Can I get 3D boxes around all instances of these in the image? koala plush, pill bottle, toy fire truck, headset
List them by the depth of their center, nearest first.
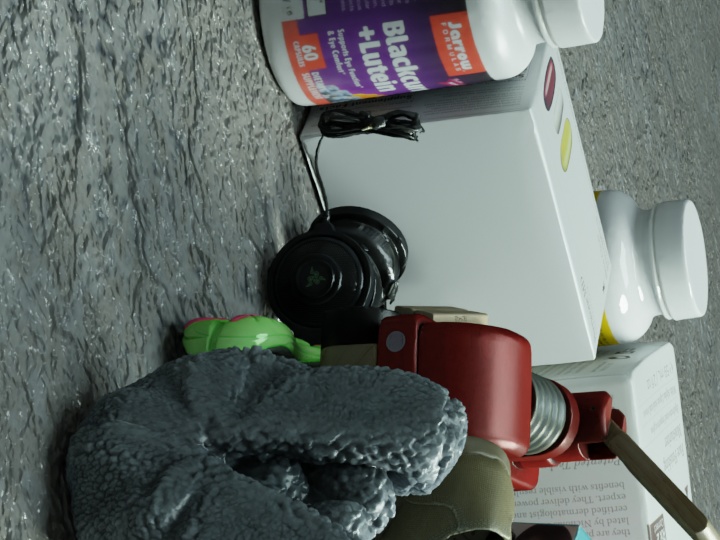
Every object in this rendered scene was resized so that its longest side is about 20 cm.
[{"bbox_3d":[-0.057,0.156,1.274,0.200,0.184,0.177,96,12,-45],"label":"koala plush"},{"bbox_3d":[0.093,0.093,1.411,0.176,0.200,0.129,29,60,-60],"label":"toy fire truck"},{"bbox_3d":[0.000,0.000,1.563,0.124,0.094,0.200,-45,132,-69],"label":"headset"},{"bbox_3d":[0.046,-0.169,1.595,0.111,0.200,0.112,-7,90,-72],"label":"pill bottle"},{"bbox_3d":[0.145,0.002,1.845,0.112,0.200,0.113,-6,90,-72],"label":"pill bottle"}]

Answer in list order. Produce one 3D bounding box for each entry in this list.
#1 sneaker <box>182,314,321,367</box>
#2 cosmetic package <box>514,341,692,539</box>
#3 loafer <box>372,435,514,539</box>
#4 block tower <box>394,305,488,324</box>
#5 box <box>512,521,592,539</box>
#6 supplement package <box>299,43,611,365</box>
[{"bbox_3d":[-0.046,0.079,1.443,0.200,0.077,0.084,24,68,-60],"label":"sneaker"},{"bbox_3d":[0.144,0.165,1.839,0.165,0.165,0.200,-22,105,-71],"label":"cosmetic package"},{"bbox_3d":[0.024,0.180,1.347,0.067,0.076,0.200,-105,-148,-59],"label":"loafer"},{"bbox_3d":[0.045,0.125,1.629,0.058,0.054,0.200,2,96,-44],"label":"block tower"},{"bbox_3d":[0.074,0.242,1.478,0.049,0.082,0.200,51,50,-40],"label":"box"},{"bbox_3d":[0.068,-0.043,1.693,0.111,0.156,0.200,-72,151,-52],"label":"supplement package"}]
